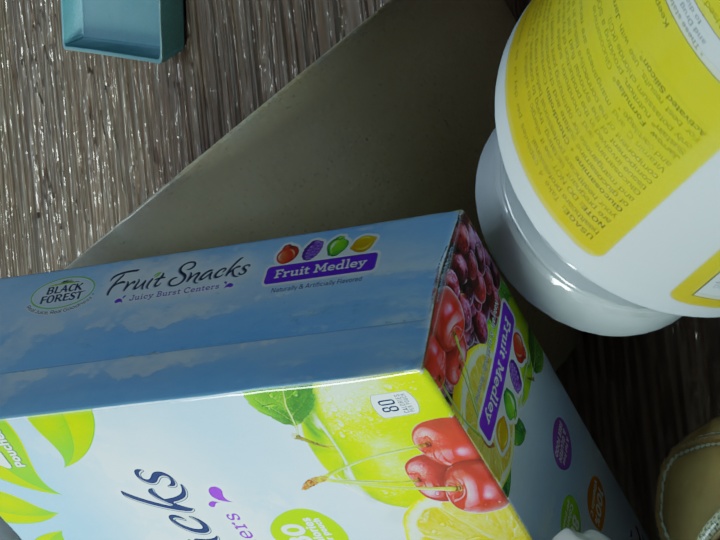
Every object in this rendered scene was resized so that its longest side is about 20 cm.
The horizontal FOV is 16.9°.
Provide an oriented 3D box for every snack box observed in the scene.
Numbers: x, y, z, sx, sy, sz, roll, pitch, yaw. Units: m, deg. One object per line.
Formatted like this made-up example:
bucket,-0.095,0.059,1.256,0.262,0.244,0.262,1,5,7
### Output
snack box,-0.011,0.078,0.766,0.200,0.169,0.068,60,-146,-40

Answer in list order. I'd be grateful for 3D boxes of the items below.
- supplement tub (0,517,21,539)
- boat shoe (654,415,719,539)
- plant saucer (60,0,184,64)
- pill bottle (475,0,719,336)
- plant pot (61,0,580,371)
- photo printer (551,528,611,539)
supplement tub,-0.098,0.173,1.057,0.145,0.200,0.145,178,90,-74
boat shoe,0.123,0.072,0.660,0.200,0.076,0.072,180,87,-68
plant saucer,-0.135,-0.155,1.351,0.200,0.019,0.070,-161,68,-68
pill bottle,0.102,-0.054,0.638,0.200,0.112,0.112,132,130,-61
plant pot,0.000,0.000,0.849,0.134,0.200,0.200,51,157,-4
photo printer,0.042,0.177,0.627,0.200,0.069,0.166,-56,14,-1
